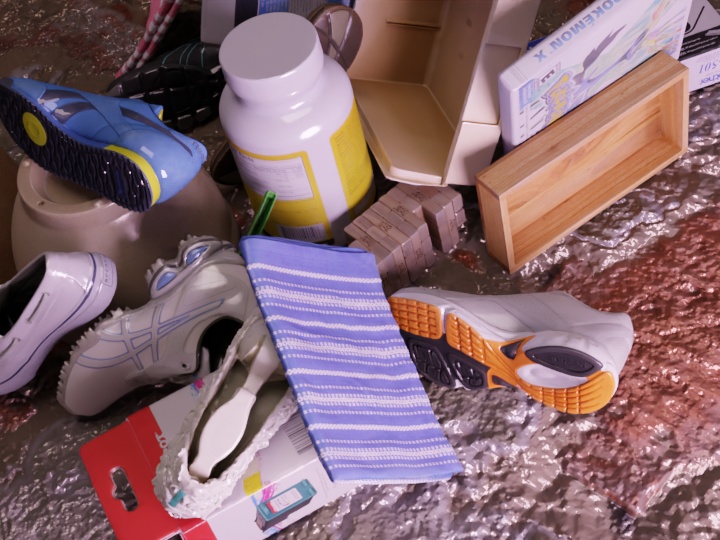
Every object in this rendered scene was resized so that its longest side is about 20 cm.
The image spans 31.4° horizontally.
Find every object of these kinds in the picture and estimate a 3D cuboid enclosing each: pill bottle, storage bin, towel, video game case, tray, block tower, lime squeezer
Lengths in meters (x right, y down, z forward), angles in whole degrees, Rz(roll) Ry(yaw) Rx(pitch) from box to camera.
[{"bbox_3d":[-0.054,-0.115,1.077,0.112,0.200,0.112,-6,50,8],"label":"pill bottle"},{"bbox_3d":[0.064,-0.201,1.087,0.094,0.200,0.199,4,32,-19],"label":"storage bin"},{"bbox_3d":[-0.179,-0.285,1.263,0.030,0.200,0.146,29,44,-14],"label":"towel"},{"bbox_3d":[-0.007,0.062,0.936,0.024,0.145,0.200,-39,61,30],"label":"towel"},{"bbox_3d":[0.189,-0.163,1.023,0.182,0.200,0.022,-37,73,-3],"label":"video game case"},{"bbox_3d":[0.187,-0.090,1.066,0.200,0.099,0.037,-34,52,-15],"label":"tray"},{"bbox_3d":[0.000,0.000,1.067,0.200,0.054,0.058,-39,53,-17],"label":"block tower"},{"bbox_3d":[-0.105,0.032,1.063,0.071,0.038,0.200,10,81,59],"label":"lime squeezer"}]

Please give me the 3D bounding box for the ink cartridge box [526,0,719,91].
[{"bbox_3d":[0.234,-0.189,1.170,0.200,0.044,0.094,-20,48,-2],"label":"ink cartridge box"}]

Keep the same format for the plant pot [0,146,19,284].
[{"bbox_3d":[-0.405,-0.090,1.143,0.186,0.200,0.187,-6,50,7],"label":"plant pot"}]

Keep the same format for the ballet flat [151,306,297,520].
[{"bbox_3d":[-0.077,0.089,0.914,0.072,0.072,0.200,16,59,24],"label":"ballet flat"}]

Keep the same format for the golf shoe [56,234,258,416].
[{"bbox_3d":[-0.158,0.066,1.010,0.200,0.078,0.097,-44,72,19],"label":"golf shoe"}]

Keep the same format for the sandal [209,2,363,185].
[{"bbox_3d":[-0.072,-0.161,1.153,0.055,0.082,0.200,51,119,38],"label":"sandal"}]

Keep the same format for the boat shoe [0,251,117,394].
[{"bbox_3d":[-0.277,0.035,1.030,0.200,0.067,0.074,-39,49,33],"label":"boat shoe"}]

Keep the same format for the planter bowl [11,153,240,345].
[{"bbox_3d":[-0.217,-0.051,1.108,0.200,0.135,0.200,-7,50,8],"label":"planter bowl"}]

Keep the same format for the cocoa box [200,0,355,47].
[{"bbox_3d":[-0.059,-0.298,1.221,0.131,0.133,0.200,11,32,7],"label":"cocoa box"}]

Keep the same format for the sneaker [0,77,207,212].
[{"bbox_3d":[-0.211,-0.113,1.033,0.200,0.066,0.078,27,49,27],"label":"sneaker"}]

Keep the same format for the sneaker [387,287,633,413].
[{"bbox_3d":[0.117,0.048,1.000,0.200,0.076,0.092,17,38,27],"label":"sneaker"}]

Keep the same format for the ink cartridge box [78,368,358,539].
[{"bbox_3d":[-0.096,0.141,0.966,0.200,0.067,0.116,-27,51,-10],"label":"ink cartridge box"}]

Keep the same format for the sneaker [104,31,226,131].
[{"bbox_3d":[-0.155,-0.194,1.261,0.200,0.075,0.079,-17,40,-12],"label":"sneaker"}]
